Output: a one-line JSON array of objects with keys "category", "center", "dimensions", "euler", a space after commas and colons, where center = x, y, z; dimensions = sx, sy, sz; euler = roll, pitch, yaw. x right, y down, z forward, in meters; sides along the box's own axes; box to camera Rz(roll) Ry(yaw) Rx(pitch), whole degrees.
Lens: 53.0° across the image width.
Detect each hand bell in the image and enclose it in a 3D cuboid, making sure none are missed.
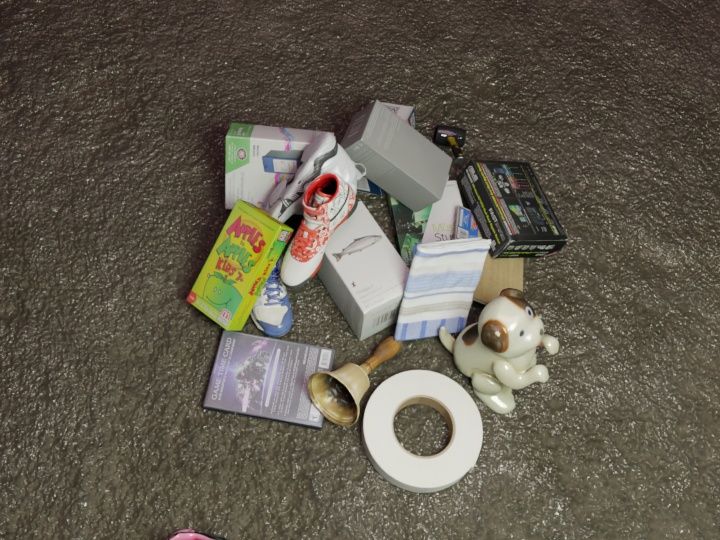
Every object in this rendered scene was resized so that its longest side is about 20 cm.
[{"category": "hand bell", "center": [0.013, 0.161, 1.222], "dimensions": [0.104, 0.104, 0.200], "euler": [38, 47, 15]}]

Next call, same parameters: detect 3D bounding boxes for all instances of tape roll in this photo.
[{"category": "tape roll", "center": [0.102, 0.264, 1.198], "dimensions": [0.202, 0.037, 0.204], "euler": [3, 59, -4]}]

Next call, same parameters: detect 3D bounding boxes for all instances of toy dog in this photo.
[{"category": "toy dog", "center": [0.237, 0.113, 1.204], "dimensions": [0.194, 0.200, 0.140], "euler": [37, 62, 14]}]

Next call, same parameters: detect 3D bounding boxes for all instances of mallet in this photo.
[{"category": "mallet", "center": [0.198, -0.248, 1.449], "dimensions": [0.066, 0.041, 0.200], "euler": [5, 25, -11]}]

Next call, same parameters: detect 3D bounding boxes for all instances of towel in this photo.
[{"category": "towel", "center": [0.139, 0.035, 1.230], "dimensions": [0.146, 0.201, 0.024], "euler": [-6, 36, -26]}]

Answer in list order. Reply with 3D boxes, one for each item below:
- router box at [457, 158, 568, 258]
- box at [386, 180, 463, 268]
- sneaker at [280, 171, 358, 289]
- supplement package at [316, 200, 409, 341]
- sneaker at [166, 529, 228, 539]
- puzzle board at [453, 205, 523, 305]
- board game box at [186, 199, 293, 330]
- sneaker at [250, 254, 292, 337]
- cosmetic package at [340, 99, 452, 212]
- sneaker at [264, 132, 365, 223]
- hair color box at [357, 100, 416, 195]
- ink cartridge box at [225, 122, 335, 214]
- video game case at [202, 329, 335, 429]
[{"category": "router box", "center": [0.292, -0.119, 1.399], "dimensions": [0.149, 0.062, 0.201], "euler": [-1, 57, -30]}, {"category": "box", "center": [0.135, -0.083, 1.401], "dimensions": [0.144, 0.036, 0.201], "euler": [-5, 60, -9]}, {"category": "sneaker", "center": [-0.084, -0.070, 1.200], "dimensions": [0.067, 0.108, 0.202], "euler": [32, 83, 22]}, {"category": "supplement package", "center": [0.000, 0.000, 1.291], "dimensions": [0.117, 0.117, 0.200], "euler": [-27, 66, -17]}, {"category": "sneaker", "center": [-0.193, 0.420, 1.043], "dimensions": [0.199, 0.096, 0.079], "euler": [12, 58, -1]}, {"category": "puzzle board", "center": [0.238, -0.018, 1.356], "dimensions": [0.150, 0.017, 0.201], "euler": [21, 52, -14]}, {"category": "board game box", "center": [-0.208, -0.009, 1.243], "dimensions": [0.101, 0.048, 0.201], "euler": [32, 99, 23]}, {"category": "sneaker", "center": [-0.166, 0.018, 1.281], "dimensions": [0.075, 0.088, 0.201], "euler": [-9, 63, -13]}, {"category": "cosmetic package", "center": [0.068, -0.210, 1.350], "dimensions": [0.200, 0.090, 0.107], "euler": [36, 56, -24]}, {"category": "sneaker", "center": [-0.079, -0.136, 1.287], "dimensions": [0.115, 0.075, 0.200], "euler": [34, 98, -27]}, {"category": "hair color box", "center": [0.032, -0.249, 1.458], "dimensions": [0.100, 0.061, 0.200], "euler": [14, 59, 21]}, {"category": "ink cartridge box", "center": [-0.150, -0.188, 1.358], "dimensions": [0.199, 0.146, 0.088], "euler": [4, 27, -5]}, {"category": "video game case", "center": [-0.152, 0.183, 1.227], "dimensions": [0.199, 0.019, 0.143], "euler": [10, 59, 0]}]
